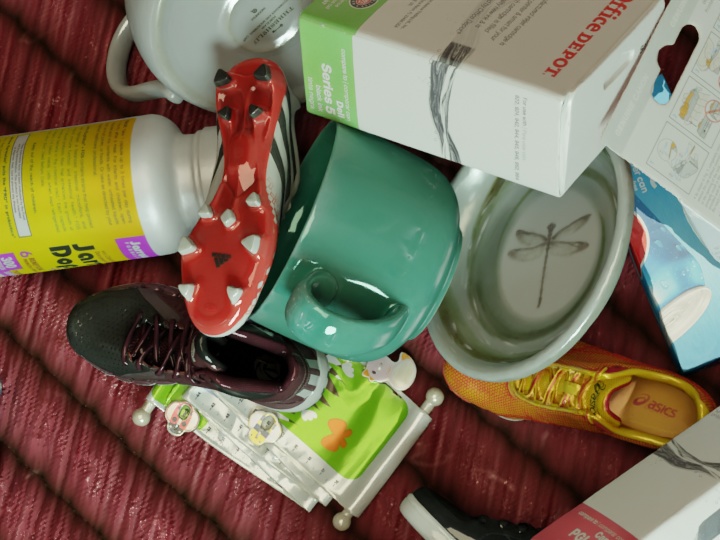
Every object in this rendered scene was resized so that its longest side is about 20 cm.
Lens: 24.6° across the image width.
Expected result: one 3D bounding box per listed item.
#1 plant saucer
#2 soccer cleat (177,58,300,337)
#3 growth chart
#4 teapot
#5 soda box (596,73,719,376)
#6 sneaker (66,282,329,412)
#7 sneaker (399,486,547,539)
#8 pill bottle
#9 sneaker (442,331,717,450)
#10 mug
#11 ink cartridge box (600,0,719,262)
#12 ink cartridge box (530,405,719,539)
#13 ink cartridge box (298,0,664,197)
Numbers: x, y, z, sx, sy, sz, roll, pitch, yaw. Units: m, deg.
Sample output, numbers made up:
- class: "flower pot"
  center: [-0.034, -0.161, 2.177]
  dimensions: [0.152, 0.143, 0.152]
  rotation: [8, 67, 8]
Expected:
- class: "plant saucer"
  center: [0.125, -0.014, 1.149]
  dimensions: [0.200, 0.050, 0.201]
  rotation: [-30, 50, 42]
- class: "soccer cleat"
  center: [-0.075, -0.047, 1.135]
  dimensions: [0.068, 0.085, 0.201]
  rotation: [-1, 73, 23]
- class: "growth chart"
  center: [-0.051, 0.095, 1.217]
  dimensions: [0.200, 0.018, 0.145]
  rotation: [28, 88, 10]
- class: "teapot"
  center: [-0.089, -0.217, 1.197]
  dimensions: [0.199, 0.198, 0.146]
  rotation: [-11, 43, -14]
- class: "soda box"
  center: [0.220, -0.030, 1.163]
  dimensions: [0.068, 0.064, 0.201]
  rotation: [-22, 80, 6]
- class: "sneaker"
  center: [-0.124, 0.048, 1.165]
  dimensions: [0.199, 0.116, 0.076]
  rotation: [10, 84, 9]
- class: "sneaker"
  center: [0.134, 0.190, 1.153]
  dimensions: [0.200, 0.073, 0.112]
  rotation: [38, 87, 3]
- class: "pill bottle"
  center: [-0.189, -0.057, 1.212]
  dimensions: [0.199, 0.104, 0.105]
  rotation: [-7, 82, 9]
- class: "sneaker"
  center: [0.153, 0.078, 1.154]
  dimensions: [0.199, 0.077, 0.073]
  rotation: [9, 86, 17]
- class: "mug"
  center: [-0.002, 0.000, 1.142]
  dimensions: [0.114, 0.152, 0.186]
  rotation: [24, 62, -12]
- class: "ink cartridge box"
  center: [0.262, -0.091, 1.113]
  dimensions: [0.200, 0.057, 0.163]
  rotation: [32, 71, -10]
- class: "ink cartridge box"
  center: [0.235, 0.187, 1.076]
  dimensions: [0.200, 0.085, 0.146]
  rotation: [-33, 109, -14]
- class: "ink cartridge box"
  center: [0.081, -0.145, 1.101]
  dimensions: [0.200, 0.084, 0.146]
  rotation: [22, 47, 26]
